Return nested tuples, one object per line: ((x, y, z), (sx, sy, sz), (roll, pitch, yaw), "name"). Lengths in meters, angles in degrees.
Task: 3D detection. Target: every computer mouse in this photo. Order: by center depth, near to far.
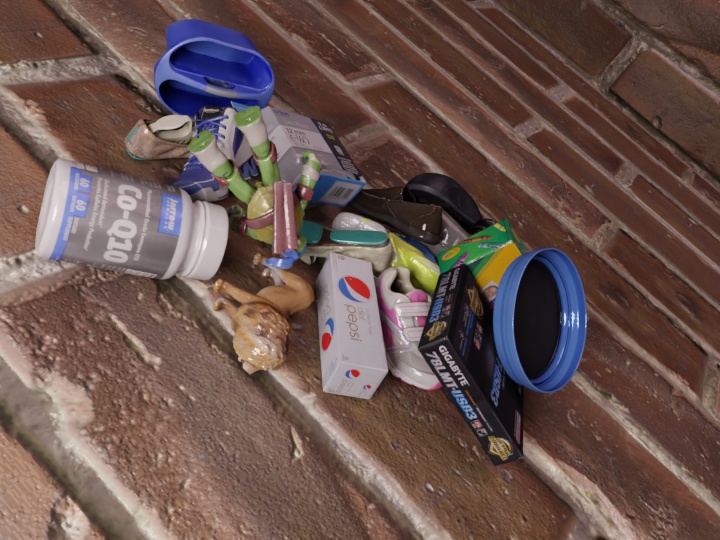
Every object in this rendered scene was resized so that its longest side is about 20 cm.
((0.153, -0.119, 1.205), (0.138, 0.053, 0.200), (10, -17, 45), "computer mouse")

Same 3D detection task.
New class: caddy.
((-0.237, -0.314, 1.124), (0.199, 0.142, 0.105), (4, 43, -36), "caddy")

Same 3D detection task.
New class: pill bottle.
((-0.266, -0.052, 0.821), (0.199, 0.114, 0.114), (12, 41, -30), "pill bottle")

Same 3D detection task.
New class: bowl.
((0.252, 0.069, 0.972), (0.200, 0.039, 0.202), (1, 88, -45), "bowl")

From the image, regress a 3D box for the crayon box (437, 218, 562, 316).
((0.218, 0.028, 1.057), (0.200, 0.118, 0.058), (48, 25, -33), "crayon box")

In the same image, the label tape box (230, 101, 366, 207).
((-0.097, -0.199, 1.086), (0.143, 0.066, 0.201), (1, 54, -52), "label tape box")

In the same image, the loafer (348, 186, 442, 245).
((0.059, -0.106, 1.151), (0.199, 0.072, 0.073), (28, 6, 31), "loafer")

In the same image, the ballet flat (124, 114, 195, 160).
((-0.255, -0.202, 1.044), (0.068, 0.067, 0.199), (49, 36, 17), "ballet flat")

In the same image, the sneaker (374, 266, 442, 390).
((0.066, 0.075, 0.981), (0.081, 0.088, 0.201), (-3, 51, -42), "sneaker")

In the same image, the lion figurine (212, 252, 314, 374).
((-0.107, 0.042, 0.879), (0.122, 0.073, 0.200), (29, 41, 14), "lion figurine")

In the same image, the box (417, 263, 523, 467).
((0.158, 0.121, 0.936), (0.199, 0.049, 0.200), (56, 26, -16), "box")

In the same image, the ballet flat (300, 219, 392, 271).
((-0.053, -0.031, 1.019), (0.198, 0.063, 0.068), (9, 33, 6), "ballet flat")

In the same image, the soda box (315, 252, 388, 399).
((-0.016, 0.070, 0.934), (0.068, 0.064, 0.201), (13, 41, -19), "soda box")

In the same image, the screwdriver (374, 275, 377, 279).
((0.000, 0.000, 1.061), (0.199, 0.028, 0.029), (36, 40, 2), "screwdriver")

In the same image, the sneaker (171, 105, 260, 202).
((-0.214, -0.170, 0.986), (0.080, 0.116, 0.200), (-4, 23, 19), "sneaker")

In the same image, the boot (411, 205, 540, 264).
((0.197, -0.032, 1.152), (0.200, 0.182, 0.072), (49, 18, 12), "boot")

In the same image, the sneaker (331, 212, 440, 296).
((0.045, -0.030, 1.117), (0.199, 0.076, 0.105), (35, 16, -1), "sneaker")

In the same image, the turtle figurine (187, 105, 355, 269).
((-0.129, -0.118, 0.910), (0.195, 0.143, 0.201), (60, 37, -37), "turtle figurine")

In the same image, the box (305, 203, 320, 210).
((-0.094, -0.121, 1.112), (0.039, 0.042, 0.200), (46, 37, 12), "box")
